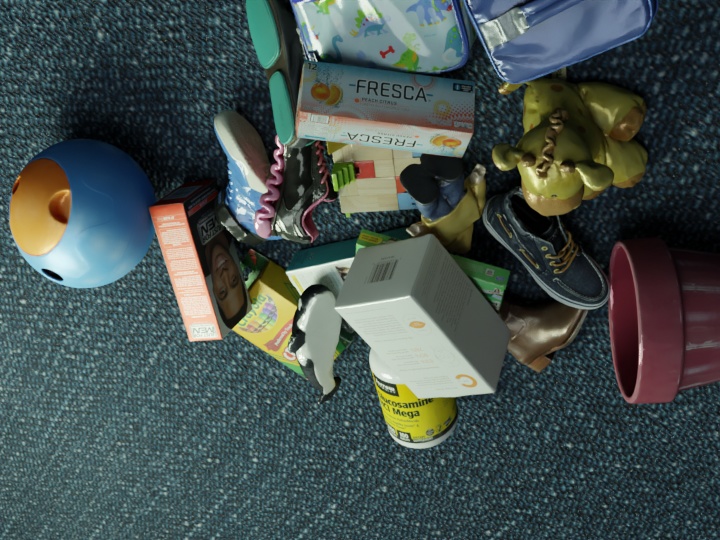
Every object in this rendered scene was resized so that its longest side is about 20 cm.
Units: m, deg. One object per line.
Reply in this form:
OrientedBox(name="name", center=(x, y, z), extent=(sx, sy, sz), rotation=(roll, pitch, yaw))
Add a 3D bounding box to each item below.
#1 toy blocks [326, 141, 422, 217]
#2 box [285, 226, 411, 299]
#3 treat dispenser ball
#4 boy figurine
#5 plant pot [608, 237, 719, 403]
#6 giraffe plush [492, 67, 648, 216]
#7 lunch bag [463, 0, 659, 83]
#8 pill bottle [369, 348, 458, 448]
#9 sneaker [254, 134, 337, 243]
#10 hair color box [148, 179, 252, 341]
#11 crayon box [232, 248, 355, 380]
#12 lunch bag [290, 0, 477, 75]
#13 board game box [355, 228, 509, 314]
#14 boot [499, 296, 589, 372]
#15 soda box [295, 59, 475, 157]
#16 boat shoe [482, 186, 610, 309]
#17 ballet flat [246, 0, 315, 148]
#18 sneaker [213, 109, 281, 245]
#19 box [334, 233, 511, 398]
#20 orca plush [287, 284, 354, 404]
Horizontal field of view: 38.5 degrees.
OrientedBox(name="toy blocks", center=(0.035, -0.151, 1.276), extent=(0.134, 0.101, 0.202), rotation=(-2, 127, 8))
OrientedBox(name="box", center=(0.000, 0.000, 1.439), extent=(0.197, 0.049, 0.083), rotation=(-11, 126, 29))
OrientedBox(name="treat dispenser ball", center=(-0.380, -0.079, 1.417), extent=(0.198, 0.202, 0.203), rotation=(11, 133, 12))
OrientedBox(name="boy figurine", center=(0.109, -0.080, 1.274), extent=(0.064, 0.124, 0.200), rotation=(45, 177, 24))
OrientedBox(name="plant pot", center=(0.403, 0.056, 1.245), extent=(0.176, 0.202, 0.202), rotation=(-4, 130, 4))
OrientedBox(name="giraffe plush", center=(0.228, -0.133, 1.153), extent=(0.170, 0.163, 0.201), rotation=(-12, 125, 30))
OrientedBox(name="lunch bag", center=(0.211, -0.283, 1.040), extent=(0.198, 0.133, 0.137), rotation=(-19, 113, 34))
OrientedBox(name="pill bottle", center=(0.075, 0.153, 1.499), extent=(0.111, 0.113, 0.202), rotation=(1, 129, 21))
OrientedBox(name="sneaker", center=(-0.066, -0.126, 1.302), extent=(0.094, 0.079, 0.203), rotation=(20, 107, 13))
OrientedBox(name="hair color box", center=(-0.221, -0.014, 1.446), extent=(0.060, 0.102, 0.203), rotation=(-4, 112, 24))
OrientedBox(name="crayon box", center=(-0.116, 0.070, 1.546), extent=(0.199, 0.051, 0.127), rotation=(34, 133, -9))
OrientedBox(name="lunch bag", center=(0.023, -0.295, 1.153), extent=(0.197, 0.083, 0.162), rotation=(-3, 126, 22))
OrientedBox(name="board game box", center=(0.088, 0.024, 1.353), extent=(0.197, 0.029, 0.135), rotation=(17, 143, 9))
OrientedBox(name="boot", center=(0.197, 0.038, 1.393), extent=(0.198, 0.064, 0.187), rotation=(31, 132, 1))
OrientedBox(name="soda box", center=(0.027, -0.181, 1.160), extent=(0.197, 0.069, 0.064), rotation=(7, 160, -5))
OrientedBox(name="boat shoe", center=(0.240, -0.024, 1.276), extent=(0.199, 0.071, 0.091), rotation=(38, 169, -5))
OrientedBox(name="ballet flat", center=(-0.084, -0.244, 1.229), extent=(0.072, 0.073, 0.203), rotation=(-18, 83, 33))
OrientedBox(name="sneaker", center=(-0.167, -0.115, 1.385), extent=(0.110, 0.077, 0.201), rotation=(-19, 128, 22))
OrientedBox(name="box", center=(0.082, 0.062, 1.292), extent=(0.123, 0.098, 0.200), rotation=(-10, 135, 39))
OrientedBox(name="orca plush", center=(-0.063, 0.092, 1.487), extent=(0.071, 0.105, 0.201), rotation=(44, 162, 44))
